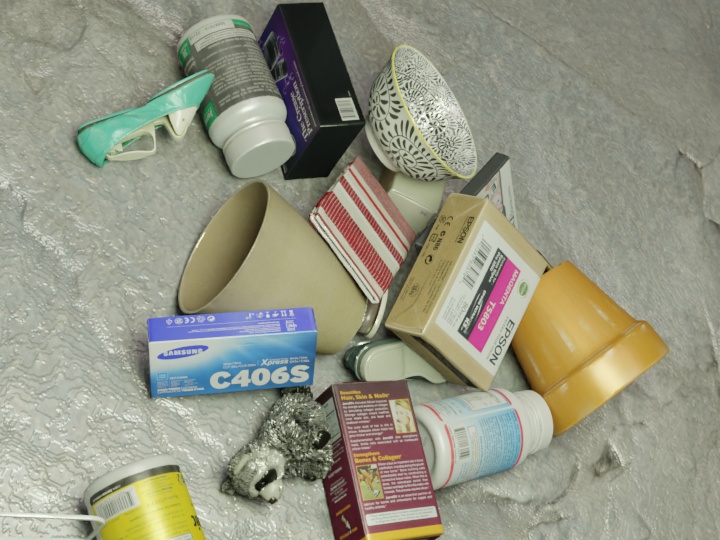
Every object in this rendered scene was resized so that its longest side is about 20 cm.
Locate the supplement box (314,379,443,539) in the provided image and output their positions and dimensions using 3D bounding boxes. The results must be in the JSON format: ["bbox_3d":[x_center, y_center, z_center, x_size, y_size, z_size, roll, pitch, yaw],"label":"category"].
[{"bbox_3d":[0.016,0.244,1.442,0.109,0.086,0.203,0,64,-29],"label":"supplement box"}]

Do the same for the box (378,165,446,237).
[{"bbox_3d":[0.082,-0.151,1.702,0.077,0.095,0.202,26,52,-12],"label":"box"}]

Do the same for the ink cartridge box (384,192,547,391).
[{"bbox_3d":[0.140,0.029,1.514,0.164,0.075,0.202,39,71,-39],"label":"ink cartridge box"}]

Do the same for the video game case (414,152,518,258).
[{"bbox_3d":[0.154,-0.033,1.614,0.025,0.182,0.200,23,55,33],"label":"video game case"}]

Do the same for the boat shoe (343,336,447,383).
[{"bbox_3d":[0.064,0.112,1.554,0.198,0.061,0.074,-5,103,-40],"label":"boat shoe"}]

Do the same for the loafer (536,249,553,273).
[{"bbox_3d":[0.292,0.055,1.715,0.200,0.072,0.073,45,50,-1],"label":"loafer"}]

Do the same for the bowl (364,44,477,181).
[{"bbox_3d":[0.067,-0.195,1.588,0.200,0.093,0.203,41,33,-35],"label":"bowl"}]

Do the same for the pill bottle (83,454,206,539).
[{"bbox_3d":[-0.217,0.312,1.256,0.110,0.111,0.202,-12,70,-34],"label":"pill bottle"}]

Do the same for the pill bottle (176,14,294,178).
[{"bbox_3d":[-0.168,-0.237,1.596,0.112,0.113,0.202,-12,69,-34],"label":"pill bottle"}]

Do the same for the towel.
[{"bbox_3d":[0.005,-0.055,1.534,0.145,0.023,0.200,53,29,-12],"label":"towel"}]

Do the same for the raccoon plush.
[{"bbox_3d":[-0.117,0.195,1.421,0.132,0.098,0.201,-7,37,-18],"label":"raccoon plush"}]

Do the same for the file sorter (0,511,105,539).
[{"bbox_3d":[-0.327,0.351,1.163,0.137,0.125,0.203,8,59,-26],"label":"file sorter"}]

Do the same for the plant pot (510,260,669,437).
[{"bbox_3d":[0.291,0.097,1.613,0.199,0.200,0.184,-29,77,-38],"label":"plant pot"}]

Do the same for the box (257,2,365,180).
[{"bbox_3d":[-0.079,-0.251,1.636,0.078,0.141,0.202,-8,67,-27],"label":"box"}]

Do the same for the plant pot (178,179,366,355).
[{"bbox_3d":[-0.095,0.020,1.466,0.199,0.186,0.189,34,50,-25],"label":"plant pot"}]

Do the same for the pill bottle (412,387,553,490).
[{"bbox_3d":[0.151,0.214,1.522,0.198,0.109,0.110,-7,67,-32],"label":"pill bottle"}]

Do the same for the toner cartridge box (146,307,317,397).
[{"bbox_3d":[-0.152,0.097,1.386,0.197,0.096,0.043,-4,42,-11],"label":"toner cartridge box"}]

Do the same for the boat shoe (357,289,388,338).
[{"bbox_3d":[0.000,0.000,1.582,0.059,0.072,0.202,20,50,-22],"label":"boat shoe"}]

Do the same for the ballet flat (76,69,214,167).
[{"bbox_3d":[-0.269,-0.190,1.519,0.198,0.067,0.071,-27,89,-12],"label":"ballet flat"}]

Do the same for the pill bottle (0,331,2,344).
[{"bbox_3d":[-0.460,0.135,1.218,0.110,0.111,0.202,23,54,-16],"label":"pill bottle"}]
